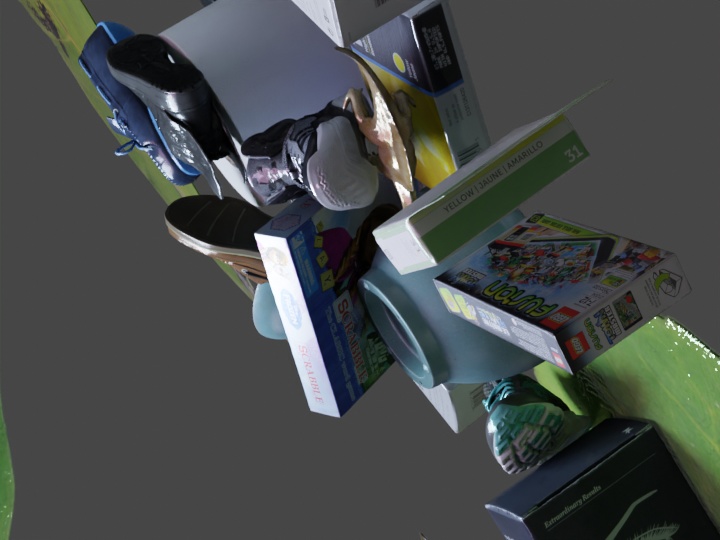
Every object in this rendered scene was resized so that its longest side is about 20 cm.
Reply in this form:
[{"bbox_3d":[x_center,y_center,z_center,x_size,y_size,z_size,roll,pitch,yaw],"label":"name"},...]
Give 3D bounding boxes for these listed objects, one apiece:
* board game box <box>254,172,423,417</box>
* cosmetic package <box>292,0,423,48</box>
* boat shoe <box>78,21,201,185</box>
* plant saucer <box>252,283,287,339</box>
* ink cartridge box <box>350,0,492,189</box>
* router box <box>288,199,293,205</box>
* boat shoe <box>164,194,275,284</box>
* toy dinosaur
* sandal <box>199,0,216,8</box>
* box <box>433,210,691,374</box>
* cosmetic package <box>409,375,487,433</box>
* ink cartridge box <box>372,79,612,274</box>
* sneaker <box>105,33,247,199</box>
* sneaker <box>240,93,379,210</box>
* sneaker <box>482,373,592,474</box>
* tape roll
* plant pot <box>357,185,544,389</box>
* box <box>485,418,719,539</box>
[{"bbox_3d":[0.000,0.000,1.329,0.041,0.200,0.200,9,129,36],"label":"board game box"},{"bbox_3d":[-0.032,-0.269,1.061,0.200,0.108,0.085,47,163,33],"label":"cosmetic package"},{"bbox_3d":[-0.222,-0.161,1.440,0.084,0.069,0.200,10,-135,-55],"label":"boat shoe"},{"bbox_3d":[-0.038,-0.005,1.519,0.027,0.200,0.200,34,158,24],"label":"plant saucer"},{"bbox_3d":[0.034,-0.164,1.200,0.200,0.047,0.198,37,155,52],"label":"ink cartridge box"},{"bbox_3d":[-0.033,-0.064,1.666,0.149,0.051,0.200,51,166,32],"label":"router box"},{"bbox_3d":[-0.102,-0.018,1.395,0.200,0.072,0.068,17,139,17],"label":"boat shoe"},{"bbox_3d":[0.024,-0.109,1.094,0.101,0.058,0.200,-111,3,-56],"label":"toy dinosaur"},{"bbox_3d":[-0.143,-0.298,1.553,0.075,0.048,0.200,43,173,43],"label":"sandal"},{"bbox_3d":[0.146,0.011,1.063,0.035,0.110,0.200,62,166,-21],"label":"box"},{"bbox_3d":[0.071,0.061,1.519,0.200,0.081,0.113,48,166,29],"label":"cosmetic package"},{"bbox_3d":[0.097,-0.061,0.992,0.048,0.145,0.200,56,167,-5],"label":"ink cartridge box"},{"bbox_3d":[-0.178,-0.152,1.352,0.200,0.060,0.104,36,151,49],"label":"sneaker"},{"bbox_3d":[-0.046,-0.086,1.189,0.200,0.114,0.076,-70,-43,-67],"label":"sneaker"},{"bbox_3d":[0.142,0.132,1.288,0.091,0.078,0.200,42,-174,23],"label":"sneaker"},{"bbox_3d":[-0.095,-0.183,1.417,0.203,0.139,0.203,53,166,19],"label":"tape roll"},{"bbox_3d":[0.083,0.024,1.272,0.200,0.134,0.200,52,166,19],"label":"plant pot"},{"bbox_3d":[0.231,0.252,1.243,0.200,0.148,0.104,59,168,-4],"label":"box"}]
